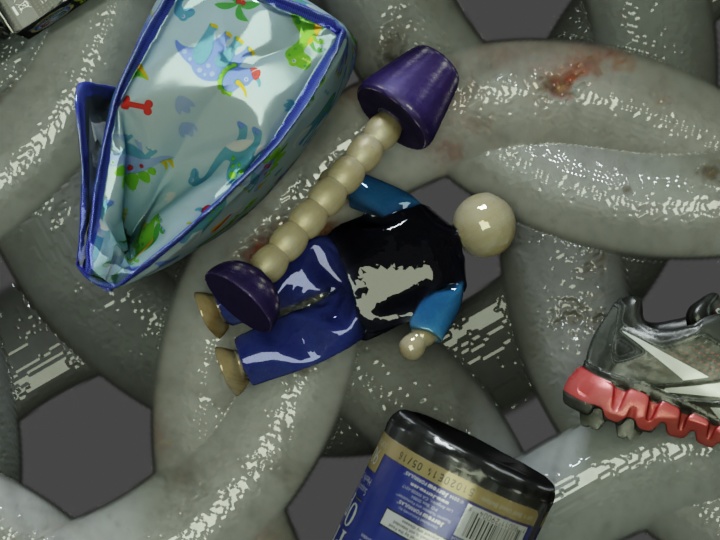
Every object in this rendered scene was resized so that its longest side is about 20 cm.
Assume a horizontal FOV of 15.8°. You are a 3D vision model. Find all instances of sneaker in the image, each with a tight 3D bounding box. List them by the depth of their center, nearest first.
[{"bbox_3d":[0.227,0.068,1.563,0.200,0.071,0.098,16,94,5],"label":"sneaker"}]

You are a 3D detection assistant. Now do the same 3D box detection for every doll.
[{"bbox_3d":[0.000,0.000,1.586,0.199,0.048,0.137,-22,68,2],"label":"doll"}]

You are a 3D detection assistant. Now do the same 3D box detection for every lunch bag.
[{"bbox_3d":[-0.097,-0.082,1.532,0.127,0.170,0.201,29,95,3],"label":"lunch bag"}]

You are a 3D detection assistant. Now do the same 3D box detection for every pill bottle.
[{"bbox_3d":[0.028,0.195,1.558,0.111,0.112,0.201,26,92,3],"label":"pill bottle"}]

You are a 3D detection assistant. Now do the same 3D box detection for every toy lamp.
[{"bbox_3d":[-0.013,-0.054,1.558,0.058,0.058,0.200,39,69,2],"label":"toy lamp"}]

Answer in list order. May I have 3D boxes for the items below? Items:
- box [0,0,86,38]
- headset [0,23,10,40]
[{"bbox_3d":[-0.197,-0.268,1.599,0.160,0.044,0.200,-33,89,3],"label":"box"},{"bbox_3d":[-0.308,-0.198,1.600,0.200,0.094,0.124,36,103,20],"label":"headset"}]
